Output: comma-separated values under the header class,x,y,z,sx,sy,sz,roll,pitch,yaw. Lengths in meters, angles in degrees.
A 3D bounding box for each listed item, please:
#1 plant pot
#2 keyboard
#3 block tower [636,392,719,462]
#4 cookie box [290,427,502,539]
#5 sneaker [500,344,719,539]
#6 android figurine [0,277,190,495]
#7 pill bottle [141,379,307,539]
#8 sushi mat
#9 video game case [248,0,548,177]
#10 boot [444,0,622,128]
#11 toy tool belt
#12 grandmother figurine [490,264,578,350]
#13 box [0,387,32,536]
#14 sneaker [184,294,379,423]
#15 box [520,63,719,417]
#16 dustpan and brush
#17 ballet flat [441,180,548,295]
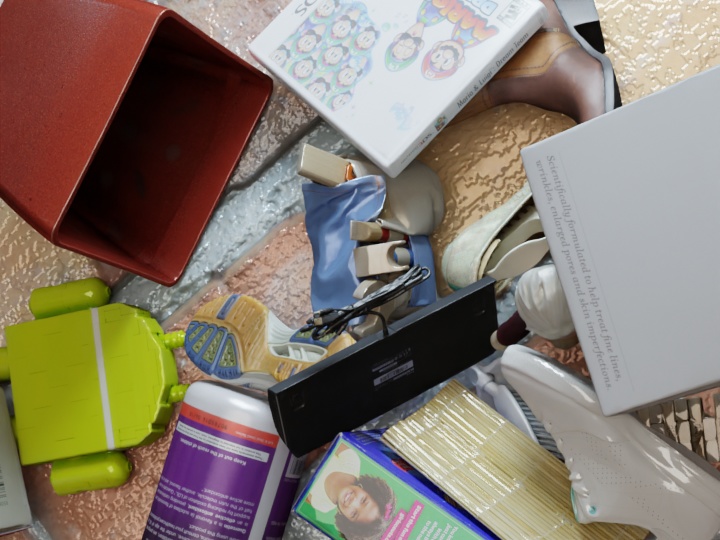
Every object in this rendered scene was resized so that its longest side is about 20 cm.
class,x,y,z,sx,sy,sz,roll,pitch,yaw
plant pot,-0.223,-0.128,1.364,0.175,0.200,0.201,27,90,25
keyboard,0.018,0.054,1.228,0.199,0.128,0.021,-27,43,-20
block tower,0.270,0.125,1.283,0.197,0.054,0.059,-7,82,13
cookie box,0.066,0.208,1.264,0.199,0.171,0.076,33,95,15
sneaker,0.170,0.136,1.182,0.199,0.075,0.089,37,99,12
android figurine,-0.238,0.098,1.413,0.198,0.041,0.184,-13,80,14
pill bottle,-0.115,0.198,1.337,0.111,0.112,0.202,17,88,14
sushi mat,0.114,0.160,1.216,0.199,0.095,0.012,37,134,24
video game case,0.027,-0.195,1.343,0.182,0.024,0.200,-46,55,-3
boot,0.105,-0.138,1.310,0.198,0.069,0.190,-15,55,8
toy tool belt,0.000,0.000,1.318,0.124,0.122,0.203,-15,79,40
grandmother figurine,0.151,0.027,1.245,0.121,0.200,0.061,-36,77,6
box,-0.397,0.185,1.388,0.198,0.109,0.129,-18,82,23
sneaker,-0.062,0.081,1.329,0.199,0.088,0.076,19,69,44
box,0.245,-0.025,1.124,0.198,0.130,0.201,-21,81,29
dustpan and brush,0.119,0.104,1.309,0.201,0.057,0.141,59,143,43
ballet flat,0.153,-0.044,1.305,0.200,0.068,0.062,-42,32,-7
